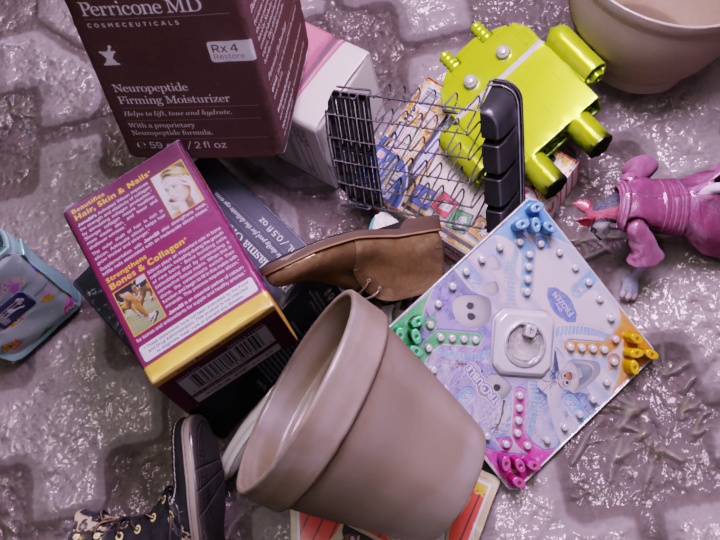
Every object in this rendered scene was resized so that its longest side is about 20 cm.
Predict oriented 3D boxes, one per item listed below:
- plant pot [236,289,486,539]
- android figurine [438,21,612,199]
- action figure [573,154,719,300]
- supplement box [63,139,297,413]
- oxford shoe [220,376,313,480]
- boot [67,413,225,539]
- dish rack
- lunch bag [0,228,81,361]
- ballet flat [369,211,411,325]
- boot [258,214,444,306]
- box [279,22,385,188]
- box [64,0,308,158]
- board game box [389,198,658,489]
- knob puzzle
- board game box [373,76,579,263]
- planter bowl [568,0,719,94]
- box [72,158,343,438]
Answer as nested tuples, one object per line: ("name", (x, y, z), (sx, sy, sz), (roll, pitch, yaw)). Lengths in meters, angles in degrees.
("plant pot", (0.011, 0.147, 0.911), (0.172, 0.200, 0.202), (32, 74, -12))
("android figurine", (0.162, -0.174, 1.060), (0.181, 0.041, 0.201), (-40, 67, 5))
("action figure", (0.305, -0.056, 0.993), (0.195, 0.149, 0.137), (-3, 72, -5))
("supplement box", (-0.166, 0.006, 0.951), (0.130, 0.103, 0.202), (-31, 67, -3))
("oxford shoe", (-0.067, 0.135, 1.027), (0.058, 0.075, 0.200), (42, 80, 2))
("boot", (-0.205, 0.241, 0.983), (0.147, 0.073, 0.205), (-3, 99, 14))
("dish rack", (0.061, -0.116, 1.011), (0.196, 0.156, 0.055), (12, 41, 24))
("lunch bag", (-0.416, 0.019, 1.086), (0.196, 0.171, 0.124), (-7, 65, 11))
("ballet flat", (0.041, 0.040, 1.040), (0.070, 0.072, 0.204), (0, 76, 11))
("boot", (0.000, 0.000, 0.961), (0.197, 0.073, 0.077), (-11, 90, -31))
("box", (-0.086, -0.204, 1.135), (0.198, 0.128, 0.110), (29, 75, 20))
("box", (-0.153, -0.235, 0.963), (0.162, 0.202, 0.167), (1, 52, 12))
("board game box", (0.157, 0.070, 0.978), (0.199, 0.026, 0.201), (-41, 95, -8))
("knob puzzle", (0.016, 0.255, 0.980), (0.215, 0.031, 0.224), (-4, 68, 9))
("board game box", (0.110, -0.096, 1.095), (0.198, 0.046, 0.152), (34, 78, 22))
("planter bowl", (0.302, -0.272, 1.067), (0.196, 0.136, 0.203), (2, 55, -3))
("box", (-0.151, 0.024, 1.062), (0.200, 0.118, 0.196), (-45, 67, -8))
